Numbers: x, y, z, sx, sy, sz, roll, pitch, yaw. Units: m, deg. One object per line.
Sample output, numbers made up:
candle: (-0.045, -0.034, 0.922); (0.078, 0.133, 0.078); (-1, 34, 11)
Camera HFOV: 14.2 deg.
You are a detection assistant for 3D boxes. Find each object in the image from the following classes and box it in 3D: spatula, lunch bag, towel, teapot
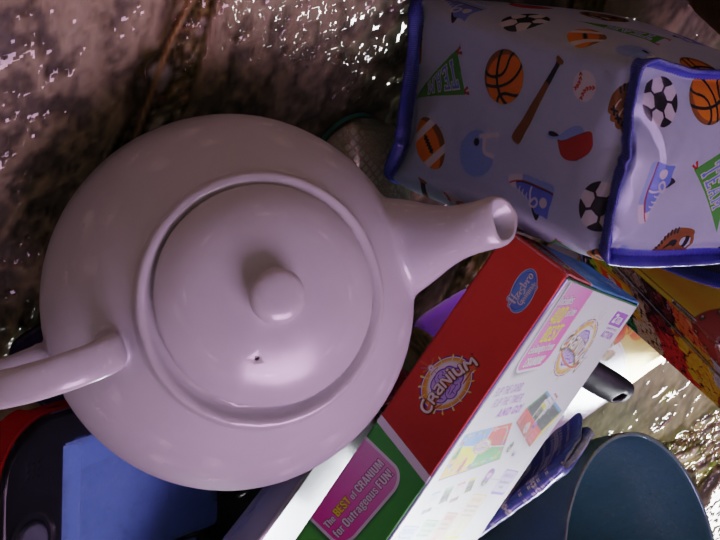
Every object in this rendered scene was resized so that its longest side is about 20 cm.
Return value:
spatula: (0.106, 0.048, 1.692); (0.056, 0.021, 0.200); (-34, 149, 23)
lunch bag: (0.140, -0.067, 1.480); (0.199, 0.170, 0.125); (-2, 109, -45)
towel: (0.047, 0.155, 1.719); (0.200, 0.024, 0.145); (-36, 180, 14)
teapot: (-0.060, 0.016, 1.384); (0.201, 0.197, 0.146); (-63, -168, -7)

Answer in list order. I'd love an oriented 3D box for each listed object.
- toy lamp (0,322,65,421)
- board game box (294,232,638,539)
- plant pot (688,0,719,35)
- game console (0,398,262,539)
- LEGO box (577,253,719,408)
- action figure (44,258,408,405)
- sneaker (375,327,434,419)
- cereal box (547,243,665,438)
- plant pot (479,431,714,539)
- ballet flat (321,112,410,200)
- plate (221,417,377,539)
toy lamp: (-0.194, 0.093, 1.519); (0.200, 0.058, 0.058); (-48, 146, 20)
board game box: (0.055, 0.080, 1.480); (0.201, 0.040, 0.153); (-56, 161, 5)
plant pot: (0.301, -0.130, 1.532); (0.186, 0.200, 0.187); (-24, 149, -16)
game console: (-0.119, 0.142, 1.497); (0.199, 0.031, 0.178); (-16, 110, -48)
LEGO box: (0.240, -0.029, 1.629); (0.200, 0.149, 0.077); (-36, 134, -9)
action figure: (-0.068, 0.018, 1.488); (0.199, 0.066, 0.052); (14, 151, -21)
sneaker: (0.032, 0.098, 1.630); (0.090, 0.075, 0.200); (-36, 156, 3)
cereal box: (0.084, 0.069, 1.756); (0.200, 0.040, 0.144); (-37, 147, 5)
plant pot: (0.129, 0.211, 1.882); (0.134, 0.202, 0.200); (-9, 164, 35)
ballet flat: (0.000, 0.000, 1.564); (0.067, 0.062, 0.201); (-19, 145, -23)
plate: (-0.038, 0.173, 1.546); (0.200, 0.032, 0.200); (-52, 152, -4)
